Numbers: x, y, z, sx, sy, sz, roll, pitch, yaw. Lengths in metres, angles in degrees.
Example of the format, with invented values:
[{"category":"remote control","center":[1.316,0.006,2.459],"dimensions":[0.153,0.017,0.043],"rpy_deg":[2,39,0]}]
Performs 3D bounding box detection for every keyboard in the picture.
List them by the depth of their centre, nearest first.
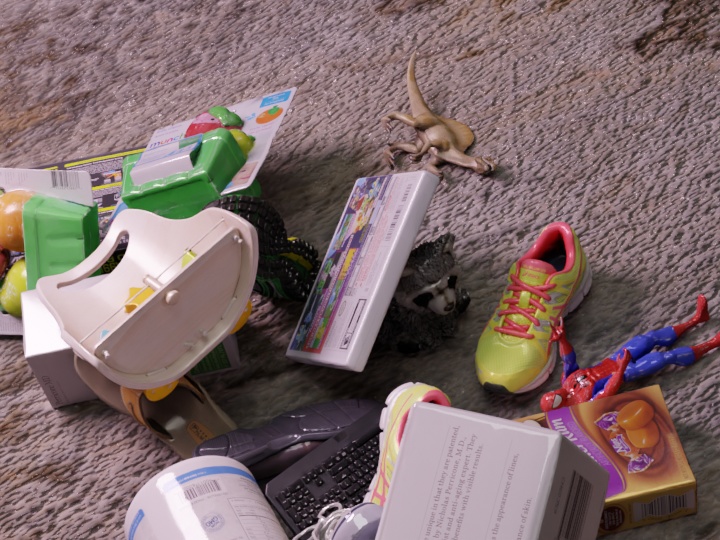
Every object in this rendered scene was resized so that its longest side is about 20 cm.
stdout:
[{"category":"keyboard","center":[0.014,0.188,1.685],"dimensions":[0.200,0.040,0.104],"rpy_deg":[-33,83,-33]}]

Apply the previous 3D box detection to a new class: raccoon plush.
[{"category":"raccoon plush","center":[0.025,-0.003,1.831],"dimensions":[0.200,0.134,0.097],"rpy_deg":[25,58,30]}]

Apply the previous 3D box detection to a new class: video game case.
[{"category":"video game case","center":[0.000,0.000,1.782],"dimensions":[0.200,0.023,0.182],"rpy_deg":[-68,19,-8]}]

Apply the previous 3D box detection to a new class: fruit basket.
[{"category":"fruit basket","center":[-0.369,-0.020,1.908],"dimensions":[0.200,0.185,0.094],"rpy_deg":[3,19,14]},{"category":"fruit basket","center":[-0.172,-0.124,1.934],"dimensions":[0.185,0.094,0.200],"rpy_deg":[-14,37,24]}]

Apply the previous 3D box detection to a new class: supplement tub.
[{"category":"supplement tub","center":[-0.117,0.273,1.608],"dimensions":[0.132,0.132,0.200],"rpy_deg":[-24,48,-11]}]

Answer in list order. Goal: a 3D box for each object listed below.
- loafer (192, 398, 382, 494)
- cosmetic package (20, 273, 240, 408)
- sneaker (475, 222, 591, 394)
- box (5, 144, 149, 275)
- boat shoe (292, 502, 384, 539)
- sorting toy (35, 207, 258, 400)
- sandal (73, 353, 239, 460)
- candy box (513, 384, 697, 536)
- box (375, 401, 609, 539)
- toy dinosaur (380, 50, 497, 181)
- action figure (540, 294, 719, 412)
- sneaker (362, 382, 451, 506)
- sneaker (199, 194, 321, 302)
[{"category":"loafer","center":[-0.065,0.175,1.744],"dimensions":[0.200,0.063,0.072],"rpy_deg":[-14,24,-23]},{"category":"cosmetic package","center":[-0.232,0.060,1.842],"dimensions":[0.200,0.108,0.085],"rpy_deg":[-14,56,1]},{"category":"sneaker","center":[0.164,0.033,1.791],"dimensions":[0.078,0.090,0.200],"rpy_deg":[13,53,21]},{"category":"box","center":[-0.291,-0.059,2.015],"dimensions":[0.200,0.044,0.160],"rpy_deg":[-11,46,1]},{"category":"boat shoe","center":[-0.014,0.236,1.563],"dimensions":[0.075,0.202,0.086],"rpy_deg":[-33,62,-16]},{"category":"sorting toy","center":[-0.216,0.015,1.745],"dimensions":[0.200,0.107,0.180],"rpy_deg":[-42,51,-20]},{"category":"sandal","center":[-0.190,0.128,1.754],"dimensions":[0.200,0.054,0.080],"rpy_deg":[41,94,7]},{"category":"candy box","center":[0.196,0.186,1.675],"dimensions":[0.200,0.056,0.117],"rpy_deg":[-15,47,0]},{"category":"box","center":[0.105,0.231,1.512],"dimensions":[0.131,0.199,0.200],"rpy_deg":[11,79,22]},{"category":"toy dinosaur","center":[0.073,-0.154,2.032],"dimensions":[0.101,0.058,0.200],"rpy_deg":[-17,52,-25]},{"category":"action figure","center":[0.255,0.072,1.744],"dimensions":[0.200,0.099,0.065],"rpy_deg":[-28,47,-11]},{"category":"sneaker","center":[0.048,0.194,1.624],"dimensions":[0.078,0.090,0.200],"rpy_deg":[5,78,-15]},{"category":"sneaker","center":[-0.114,-0.014,1.842],"dimensions":[0.085,0.200,0.078],"rpy_deg":[-3,66,22]}]
